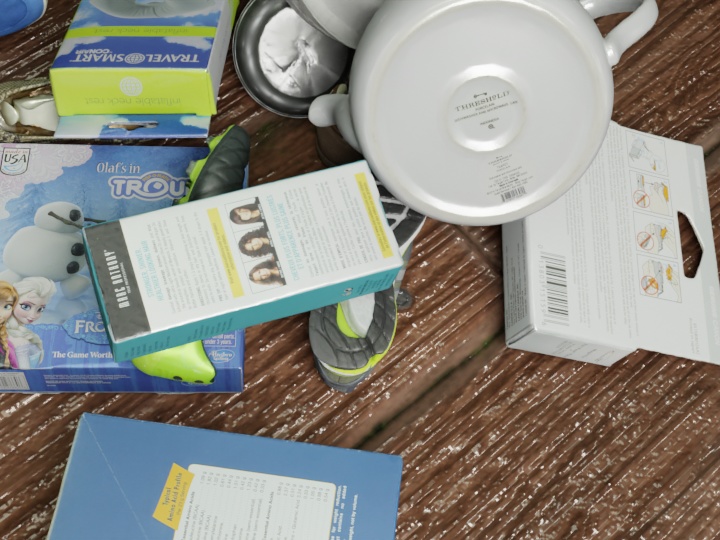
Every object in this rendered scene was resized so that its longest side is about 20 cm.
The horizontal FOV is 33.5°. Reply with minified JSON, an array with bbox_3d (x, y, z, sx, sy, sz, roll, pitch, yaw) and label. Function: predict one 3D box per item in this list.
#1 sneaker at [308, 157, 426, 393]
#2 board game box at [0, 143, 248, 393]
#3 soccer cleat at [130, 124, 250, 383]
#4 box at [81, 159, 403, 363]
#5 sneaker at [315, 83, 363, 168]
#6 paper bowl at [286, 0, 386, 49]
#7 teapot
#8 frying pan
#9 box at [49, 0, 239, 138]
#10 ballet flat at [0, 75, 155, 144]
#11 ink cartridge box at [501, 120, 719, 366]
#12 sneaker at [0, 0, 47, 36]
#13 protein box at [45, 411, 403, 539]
[{"bbox_3d":[0.000,0.000,0.892,0.073,0.081,0.201,19,58,0],"label":"sneaker"},{"bbox_3d":[-0.185,-0.005,0.907,0.198,0.044,0.200,0,57,-4],"label":"board game box"},{"bbox_3d":[-0.105,-0.011,0.860,0.080,0.068,0.201,20,65,-4],"label":"soccer cleat"},{"bbox_3d":[-0.078,-0.007,0.801,0.198,0.049,0.083,-15,72,-16],"label":"box"},{"bbox_3d":[0.059,-0.095,0.959,0.198,0.076,0.071,13,58,5],"label":"sneaker"},{"bbox_3d":[0.031,-0.265,0.914,0.199,0.202,0.104,-21,28,-16],"label":"paper bowl"},{"bbox_3d":[0.086,-0.140,0.863,0.199,0.198,0.146,21,26,-11],"label":"teapot"},{"bbox_3d":[-0.012,-0.188,1.000,0.188,0.116,0.031,-8,17,-6],"label":"frying pan"},{"bbox_3d":[-0.165,-0.177,0.935,0.121,0.048,0.201,0,40,2],"label":"box"},{"bbox_3d":[-0.204,-0.131,0.959,0.198,0.068,0.075,-11,15,-17],"label":"ballet flat"},{"bbox_3d":[0.194,-0.025,0.933,0.172,0.044,0.202,12,62,-21],"label":"ink cartridge box"},{"bbox_3d":[-0.358,-0.188,0.989,0.198,0.077,0.112,-7,52,-3],"label":"sneaker"},{"bbox_3d":[-0.087,0.214,0.722,0.198,0.135,0.200,7,58,1],"label":"protein box"}]
